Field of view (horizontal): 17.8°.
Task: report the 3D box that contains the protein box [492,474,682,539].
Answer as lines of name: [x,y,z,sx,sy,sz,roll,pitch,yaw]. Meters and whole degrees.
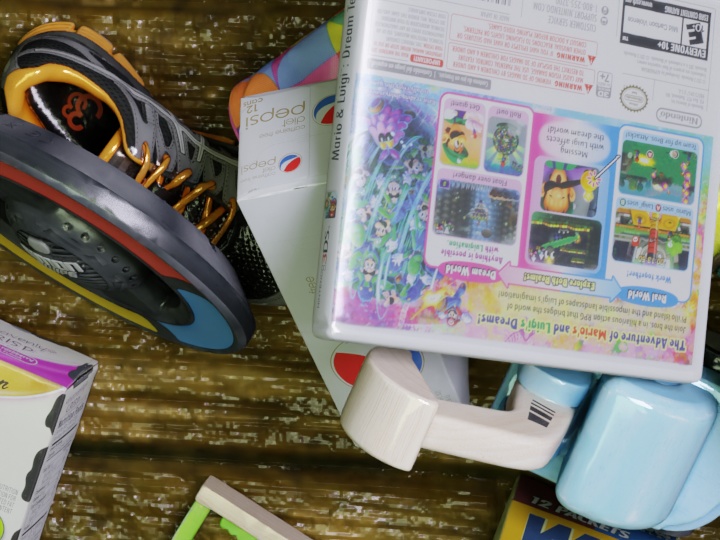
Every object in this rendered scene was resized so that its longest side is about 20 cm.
protein box: [0.097,0.242,1.135,0.134,0.199,0.201,21,105,4]

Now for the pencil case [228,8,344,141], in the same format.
pencil case: [0.031,-0.106,1.128,0.199,0.088,0.089,-32,95,18]

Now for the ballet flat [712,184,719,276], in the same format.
ballet flat: [0.221,-0.082,1.110,0.200,0.067,0.067,-43,78,17]

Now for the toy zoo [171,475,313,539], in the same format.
toy zoo: [-0.078,0.228,1.257,0.131,0.020,0.201,33,106,2]

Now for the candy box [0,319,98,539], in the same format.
candy box: [-0.239,0.119,1.242,0.136,0.061,0.201,21,105,6]

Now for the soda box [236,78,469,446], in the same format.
soda box: [0.000,0.000,1.112,0.063,0.068,0.200,-11,138,13]

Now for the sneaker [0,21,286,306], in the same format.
sneaker: [-0.106,-0.046,1.171,0.200,0.077,0.078,36,105,-1]

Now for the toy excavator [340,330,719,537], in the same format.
toy excavator: [0.097,0.070,1.093,0.194,0.200,0.100,25,105,2]

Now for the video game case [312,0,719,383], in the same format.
video game case: [0.077,-0.049,1.039,0.199,0.024,0.183,8,86,-28]

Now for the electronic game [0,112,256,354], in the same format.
electronic game: [-0.139,-0.017,1.132,0.199,0.200,0.042,30,75,3]
